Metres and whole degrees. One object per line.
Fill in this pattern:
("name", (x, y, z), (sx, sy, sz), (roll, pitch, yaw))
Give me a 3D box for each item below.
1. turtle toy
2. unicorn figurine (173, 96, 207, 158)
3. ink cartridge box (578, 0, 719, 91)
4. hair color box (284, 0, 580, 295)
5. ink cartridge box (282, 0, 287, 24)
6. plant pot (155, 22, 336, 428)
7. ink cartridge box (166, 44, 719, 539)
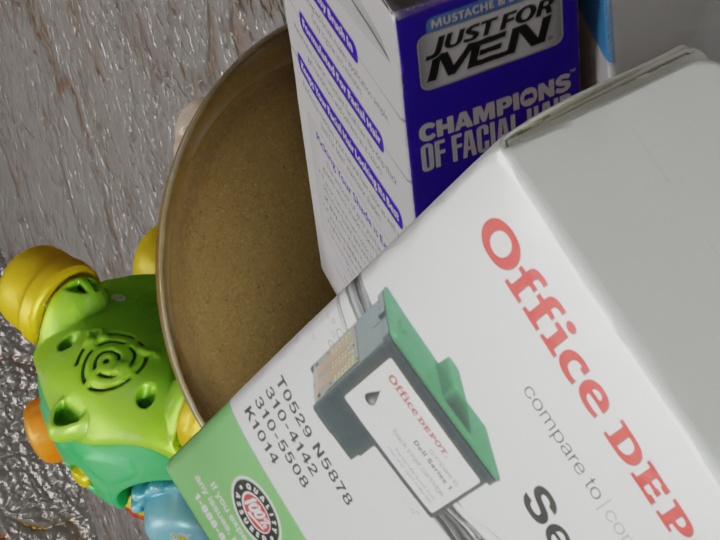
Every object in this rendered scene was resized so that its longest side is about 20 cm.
("turtle toy", (-0.056, 0.052, 1.013), (0.146, 0.200, 0.101), (32, 118, 33))
("unicorn figurine", (0.004, -0.085, 0.980), (0.074, 0.200, 0.137), (10, 135, 45))
("ink cartridge box", (0.066, -0.122, 0.792), (0.200, 0.067, 0.116), (-126, 22, -52))
("hair color box", (0.024, -0.045, 0.782), (0.200, 0.065, 0.109), (81, 164, -46))
("ink cartridge box", (-0.033, -0.174, 1.155), (0.200, 0.050, 0.161), (-139, 35, -61))
("plant pot", (0.000, 0.000, 0.926), (0.027, 0.200, 0.200), (-2, 105, 52))
("ink cartridge box", (0.052, 0.056, 0.659), (0.146, 0.084, 0.200), (56, 140, 10))
